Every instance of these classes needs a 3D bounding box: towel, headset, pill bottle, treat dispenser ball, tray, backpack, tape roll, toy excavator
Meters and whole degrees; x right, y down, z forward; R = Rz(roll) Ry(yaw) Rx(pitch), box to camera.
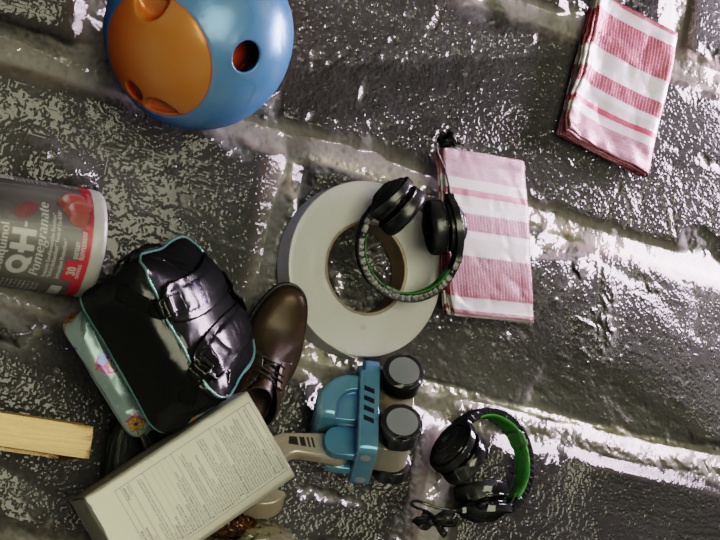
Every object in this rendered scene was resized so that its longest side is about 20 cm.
[{"bbox_3d":[0.334,-0.239,1.890,0.143,0.023,0.203,22,75,-24],"label":"towel"},{"bbox_3d":[0.135,0.238,1.700,0.199,0.094,0.125,-33,99,-37],"label":"headset"},{"bbox_3d":[0.067,-0.064,1.684,0.122,0.094,0.202,22,92,-11],"label":"headset"},{"bbox_3d":[-0.361,-0.040,1.475,0.197,0.110,0.112,9,81,-26],"label":"pill bottle"},{"bbox_3d":[-0.169,-0.249,1.543,0.198,0.200,0.204,3,83,-26],"label":"treat dispenser ball"},{"bbox_3d":[-0.373,0.155,1.455,0.198,0.098,0.038,13,78,-25],"label":"tray"},{"bbox_3d":[-0.198,0.062,1.511,0.177,0.152,0.200,57,23,-6],"label":"backpack"},{"bbox_3d":[0.000,0.000,1.696,0.200,0.037,0.206,3,84,-27],"label":"tape roll"},{"bbox_3d":[-0.035,0.186,1.620,0.197,0.100,0.197,6,53,-4],"label":"toy excavator"},{"bbox_3d":[0.149,-0.041,1.762,0.143,0.023,0.203,6,77,-38],"label":"towel"}]

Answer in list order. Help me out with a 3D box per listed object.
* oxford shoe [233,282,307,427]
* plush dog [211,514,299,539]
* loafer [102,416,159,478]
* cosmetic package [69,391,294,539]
[{"bbox_3d":[-0.099,0.110,1.595,0.072,0.084,0.203,21,82,-16],"label":"oxford shoe"},{"bbox_3d":[-0.102,0.337,1.551,0.201,0.159,0.173,50,26,-24],"label":"plush dog"},{"bbox_3d":[-0.239,0.245,1.523,0.067,0.070,0.204,-1,83,4],"label":"loafer"},{"bbox_3d":[-0.177,0.217,1.475,0.199,0.071,0.106,-30,93,-26],"label":"cosmetic package"}]
